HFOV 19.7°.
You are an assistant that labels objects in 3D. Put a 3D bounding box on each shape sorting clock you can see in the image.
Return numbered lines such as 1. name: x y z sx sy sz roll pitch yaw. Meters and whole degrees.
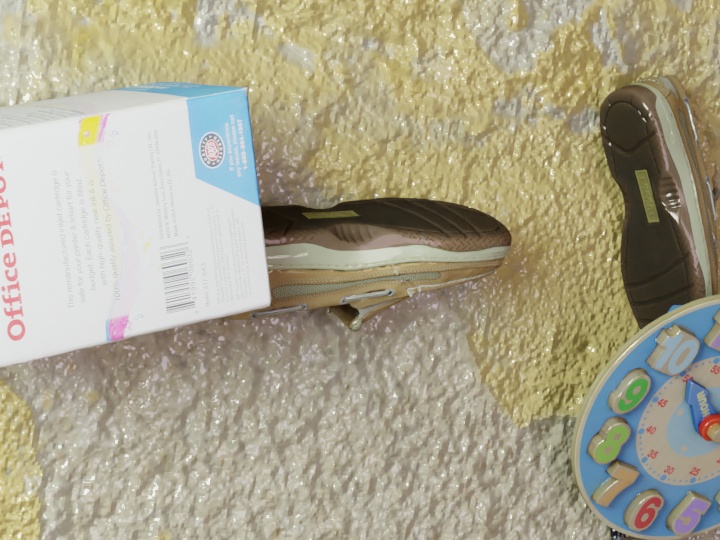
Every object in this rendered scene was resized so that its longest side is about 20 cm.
1. shape sorting clock: 0.238 0.105 1.439 0.199 0.039 0.201 -11 120 -20

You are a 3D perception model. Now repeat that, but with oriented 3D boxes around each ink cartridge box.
1. ink cartridge box: -0.171 -0.030 1.182 0.199 0.125 0.130 -11 103 -28

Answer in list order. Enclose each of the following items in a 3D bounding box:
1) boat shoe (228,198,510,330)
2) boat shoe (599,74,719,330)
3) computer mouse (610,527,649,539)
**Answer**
1. boat shoe: 0.000 0.000 1.321 0.199 0.072 0.077 -1 112 -22
2. boat shoe: 0.225 -0.038 1.449 0.076 0.071 0.202 -24 111 -42
3. computer mouse: 0.257 0.135 1.509 0.200 0.034 0.059 -45 117 -16
